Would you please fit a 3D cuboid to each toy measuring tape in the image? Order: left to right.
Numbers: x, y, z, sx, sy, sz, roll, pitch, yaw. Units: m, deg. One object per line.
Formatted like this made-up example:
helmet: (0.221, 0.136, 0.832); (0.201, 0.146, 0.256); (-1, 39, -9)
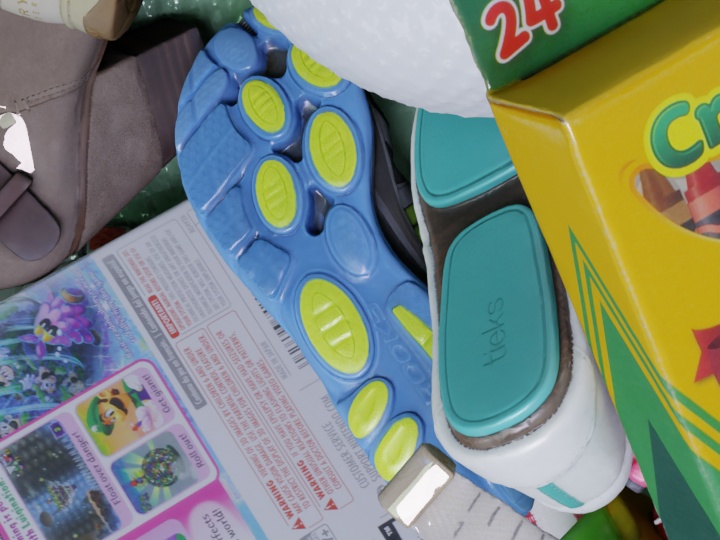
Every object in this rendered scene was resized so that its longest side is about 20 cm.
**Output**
toy measuring tape: (0.069, 0.089, 0.759); (0.073, 0.074, 0.200); (-24, 138, 36)

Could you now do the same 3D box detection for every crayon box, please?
crayon box: (0.117, -0.013, 0.648); (0.201, 0.126, 0.051); (65, 165, -20)

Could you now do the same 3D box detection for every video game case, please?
video game case: (-0.062, 0.090, 0.814); (0.201, 0.181, 0.024); (57, 162, 10)

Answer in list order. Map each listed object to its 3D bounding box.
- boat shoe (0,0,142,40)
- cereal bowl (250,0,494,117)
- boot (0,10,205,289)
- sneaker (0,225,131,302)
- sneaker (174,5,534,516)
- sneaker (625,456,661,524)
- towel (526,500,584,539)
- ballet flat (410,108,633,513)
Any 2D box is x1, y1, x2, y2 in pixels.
boat shoe: (-0.082, -0.177, 0.760); (0.064, 0.071, 0.202); (14, 91, 5)
cereal bowl: (0.025, -0.148, 0.693); (0.199, 0.083, 0.202); (-3, 85, 32)
boot: (-0.136, -0.093, 0.814); (0.070, 0.146, 0.201); (5, 119, 66)
sneaker: (-0.121, 0.041, 0.920); (0.199, 0.077, 0.082); (-7, 136, 28)
sneaker: (0.000, 0.000, 0.808); (0.071, 0.083, 0.200); (-32, 74, 6)
sneaker: (0.147, 0.062, 0.738); (0.199, 0.081, 0.075); (36, 108, 13)
towel: (0.017, 0.128, 0.882); (0.199, 0.023, 0.145); (-28, 90, 35)
ballet flat: (0.054, -0.010, 0.733); (0.069, 0.201, 0.070); (1, 139, 1)
